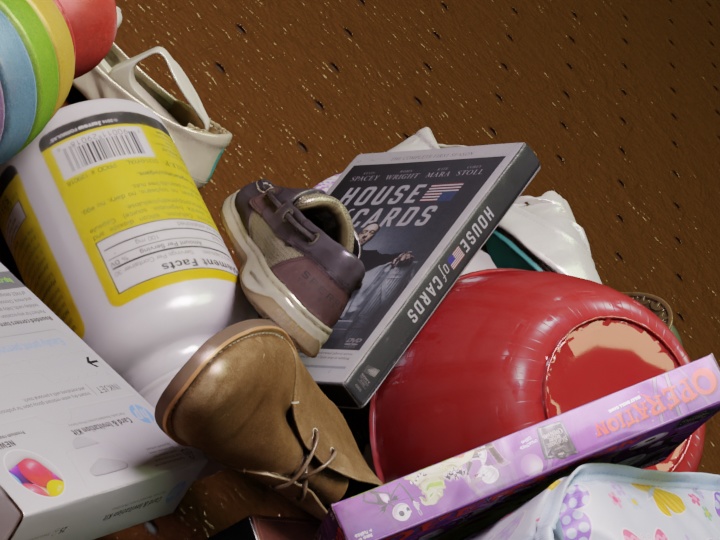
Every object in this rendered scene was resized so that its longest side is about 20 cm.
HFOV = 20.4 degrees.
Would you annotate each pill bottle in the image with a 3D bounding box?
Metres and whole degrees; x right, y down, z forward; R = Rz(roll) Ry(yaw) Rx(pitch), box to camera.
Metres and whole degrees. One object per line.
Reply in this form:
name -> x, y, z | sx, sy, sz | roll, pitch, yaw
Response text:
pill bottle -> -0.122, 0.013, 1.103 | 0.111, 0.111, 0.200 | 15, 41, -52

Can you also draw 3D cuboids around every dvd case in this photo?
dvd case -> 0.000, 0.000, 1.182 | 0.200, 0.150, 0.025 | -53, 122, -29

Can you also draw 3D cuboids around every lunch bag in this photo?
lunch bag -> 0.090, 0.180, 0.980 | 0.200, 0.169, 0.127 | 15, 48, -49

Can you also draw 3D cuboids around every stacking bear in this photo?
stacking bear -> -0.203, -0.116, 1.066 | 0.113, 0.122, 0.200 | 29, 35, 12

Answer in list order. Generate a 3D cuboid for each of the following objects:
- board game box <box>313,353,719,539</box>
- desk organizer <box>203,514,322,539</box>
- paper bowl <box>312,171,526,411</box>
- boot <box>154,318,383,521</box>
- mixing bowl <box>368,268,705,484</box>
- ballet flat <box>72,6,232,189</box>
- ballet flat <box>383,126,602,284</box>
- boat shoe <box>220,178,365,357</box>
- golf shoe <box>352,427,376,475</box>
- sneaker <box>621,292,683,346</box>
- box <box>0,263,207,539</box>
board game box -> 0.073, 0.102, 0.975 | 0.120, 0.199, 0.032 | 103, -36, -66
desk organizer -> -0.085, 0.164, 0.971 | 0.200, 0.072, 0.077 | 14, 52, -53
paper bowl -> 0.042, 0.025, 1.324 | 0.200, 0.105, 0.201 | 12, 34, -8
boot -> -0.037, 0.080, 0.988 | 0.075, 0.074, 0.200 | 43, 1, 23
mixing bowl -> 0.116, 0.082, 1.116 | 0.199, 0.108, 0.201 | 8, 72, -24
ballet flat -> -0.163, -0.136, 1.315 | 0.200, 0.069, 0.070 | 45, 24, -10
ballet flat -> 0.092, -0.034, 1.268 | 0.200, 0.070, 0.069 | 34, 14, 30
boat shoe -> -0.032, -0.013, 1.114 | 0.072, 0.065, 0.200 | 48, 6, -17
golf shoe -> 0.055, 0.155, 1.248 | 0.200, 0.077, 0.088 | 27, 38, -40
sneaker -> 0.156, 0.053, 1.510 | 0.067, 0.200, 0.090 | -58, 138, -25
box -> -0.189, 0.051, 0.962 | 0.200, 0.041, 0.156 | 40, 20, 18
